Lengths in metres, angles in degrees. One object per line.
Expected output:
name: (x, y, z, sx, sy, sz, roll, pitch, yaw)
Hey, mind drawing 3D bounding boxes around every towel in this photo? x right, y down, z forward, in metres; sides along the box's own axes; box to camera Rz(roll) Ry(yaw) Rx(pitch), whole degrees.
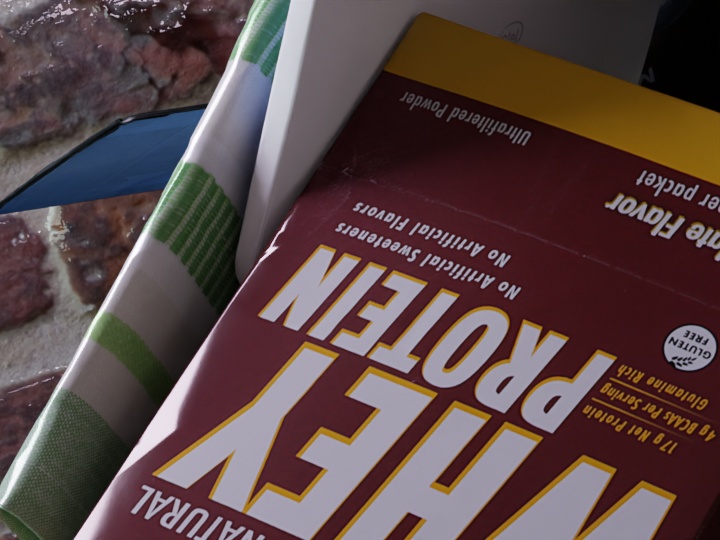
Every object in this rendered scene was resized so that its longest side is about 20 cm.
towel: (-0.019, 0.005, 0.706, 0.201, 0.023, 0.153, -64, -29, -20)

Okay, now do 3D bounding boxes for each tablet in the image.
tablet: (0.035, -0.067, 0.719, 0.200, 0.014, 0.131, -16, -57, -59)

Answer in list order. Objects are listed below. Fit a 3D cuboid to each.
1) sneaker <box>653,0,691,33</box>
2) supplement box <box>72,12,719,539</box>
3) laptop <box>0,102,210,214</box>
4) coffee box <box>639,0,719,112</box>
sneaker: (0.059, -0.130, 0.800, 0.201, 0.070, 0.082, 68, -158, -43)
supplement box: (0.040, 0.086, 0.676, 0.200, 0.132, 0.198, -57, -29, -22)
laptop: (0.000, 0.000, 0.920, 0.200, 0.116, 0.187, 47, 160, -9)
coffee box: (0.053, -0.129, 0.929, 0.200, 0.114, 0.080, 67, -175, -49)
